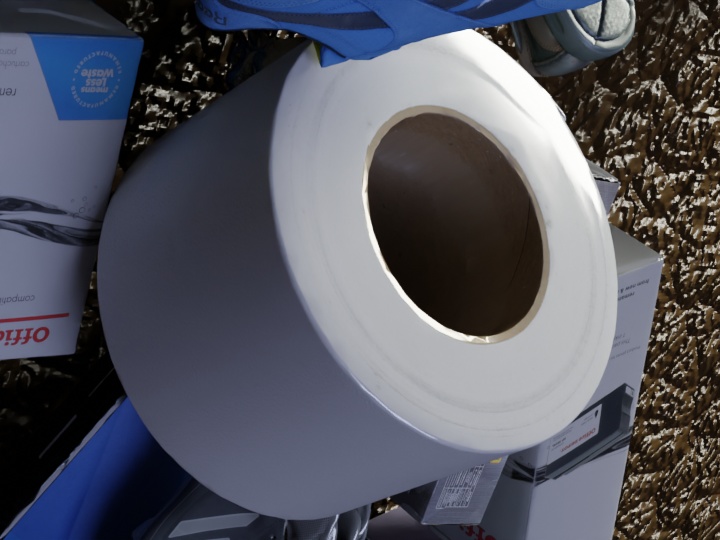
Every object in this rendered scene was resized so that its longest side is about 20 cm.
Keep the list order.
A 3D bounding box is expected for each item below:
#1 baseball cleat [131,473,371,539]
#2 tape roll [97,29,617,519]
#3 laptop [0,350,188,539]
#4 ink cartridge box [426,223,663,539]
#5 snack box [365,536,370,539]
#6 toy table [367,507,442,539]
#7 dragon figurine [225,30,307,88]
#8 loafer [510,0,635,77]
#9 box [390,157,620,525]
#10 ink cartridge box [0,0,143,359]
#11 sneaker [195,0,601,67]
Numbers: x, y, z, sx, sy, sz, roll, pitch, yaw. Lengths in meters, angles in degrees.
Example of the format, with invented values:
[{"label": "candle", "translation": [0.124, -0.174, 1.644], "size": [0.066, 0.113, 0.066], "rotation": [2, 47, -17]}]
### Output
[{"label": "baseball cleat", "translation": [-0.062, 0.145, 1.021], "size": [0.069, 0.106, 0.201], "rotation": [-5, 130, -55]}, {"label": "tape roll", "translation": [0.000, 0.000, 0.877], "size": [0.201, 0.139, 0.205], "rotation": [16, 63, -35]}, {"label": "laptop", "translation": [-0.124, 0.113, 0.991], "size": [0.103, 0.200, 0.178], "rotation": [42, 84, -11]}, {"label": "ink cartridge box", "translation": [0.083, 0.058, 1.111], "size": [0.084, 0.144, 0.202], "rotation": [-17, 126, -34]}, {"label": "snack box", "translation": [-0.030, 0.195, 1.055], "size": [0.117, 0.200, 0.037], "rotation": [-55, 141, 2]}, {"label": "toy table", "translation": [0.042, 0.224, 1.176], "size": [0.198, 0.184, 0.118], "rotation": [-20, 113, -14]}, {"label": "dragon figurine", "translation": [0.012, -0.134, 0.988], "size": [0.200, 0.099, 0.059], "rotation": [-33, 136, -49]}, {"label": "loafer", "translation": [0.074, -0.193, 0.958], "size": [0.071, 0.063, 0.202], "rotation": [-12, 83, -37]}, {"label": "box", "translation": [0.035, 0.008, 1.027], "size": [0.048, 0.158, 0.202], "rotation": [5, 111, -43]}, {"label": "ink cartridge box", "translation": [-0.180, -0.024, 0.879], "size": [0.115, 0.068, 0.202], "rotation": [-4, 118, -40]}, {"label": "sneaker", "translation": [0.022, -0.124, 0.804], "size": [0.198, 0.066, 0.079], "rotation": [-2, 137, -32]}]
